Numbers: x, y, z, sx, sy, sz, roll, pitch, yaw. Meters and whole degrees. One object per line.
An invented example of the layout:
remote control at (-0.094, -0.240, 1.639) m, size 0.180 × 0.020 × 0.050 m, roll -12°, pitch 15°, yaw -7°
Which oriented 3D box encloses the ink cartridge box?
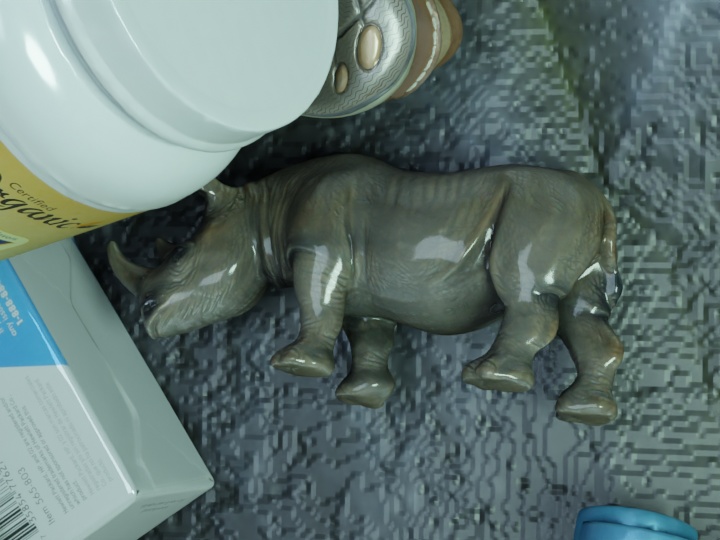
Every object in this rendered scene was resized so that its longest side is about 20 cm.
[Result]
ink cartridge box at (-0.170, 0.086, 1.087) m, size 0.200 × 0.068 × 0.115 m, roll -35°, pitch 77°, yaw 19°

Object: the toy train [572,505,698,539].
toy train at (0.149, 0.147, 0.950) m, size 0.199 × 0.085 × 0.116 m, roll 7°, pitch 78°, yaw 23°

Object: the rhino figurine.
rhino figurine at (0.000, 0.000, 1.019) m, size 0.199 × 0.060 × 0.088 m, roll 4°, pitch 71°, yaw 24°

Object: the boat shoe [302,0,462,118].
boat shoe at (-0.052, -0.096, 1.041) m, size 0.199 × 0.072 × 0.076 m, roll 20°, pitch 107°, yaw 32°

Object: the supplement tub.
supplement tub at (-0.121, -0.079, 0.958) m, size 0.199 × 0.144 × 0.145 m, roll -17°, pitch 82°, yaw 36°
